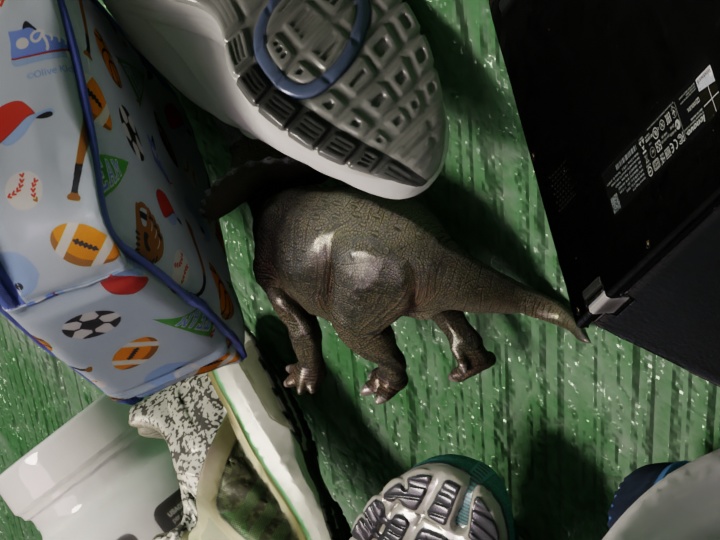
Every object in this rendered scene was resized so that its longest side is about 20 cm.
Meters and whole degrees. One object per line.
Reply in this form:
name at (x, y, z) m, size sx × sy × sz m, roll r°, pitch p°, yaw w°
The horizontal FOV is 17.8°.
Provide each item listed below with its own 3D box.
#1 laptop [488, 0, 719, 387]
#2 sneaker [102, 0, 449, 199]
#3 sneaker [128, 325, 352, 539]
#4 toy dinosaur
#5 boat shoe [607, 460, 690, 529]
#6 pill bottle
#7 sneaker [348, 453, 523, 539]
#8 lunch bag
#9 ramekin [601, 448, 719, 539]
laptop at (0.146, -0.047, 0.737) m, size 0.187 × 0.115 × 0.202 m, roll 130°, pitch 130°, yaw -60°
sneaker at (-0.034, -0.086, 0.912) m, size 0.200 × 0.074 × 0.087 m, roll 41°, pitch 162°, yaw 34°
sneaker at (-0.052, 0.129, 1.082) m, size 0.077 × 0.088 × 0.201 m, roll 55°, pitch -168°, yaw -66°
toy dinosaur at (0.000, 0.000, 0.936) m, size 0.199 × 0.077 × 0.103 m, roll 27°, pitch 149°, yaw 43°
boat shoe at (0.138, 0.166, 0.908) m, size 0.068 × 0.084 × 0.201 m, roll -7°, pitch 115°, yaw 45°
pill bottle at (-0.098, 0.163, 1.220) m, size 0.201 × 0.116 × 0.116 m, roll 53°, pitch 151°, yaw 0°
sneaker at (0.043, 0.138, 1.020) m, size 0.077 × 0.080 × 0.201 m, roll 27°, pitch 148°, yaw 21°
lunch bag at (-0.114, -0.040, 0.958) m, size 0.200 × 0.075 × 0.161 m, roll 56°, pitch -165°, yaw -66°
ramekin at (0.152, 0.164, 0.778) m, size 0.201 × 0.200 × 0.098 m, roll 46°, pitch 158°, yaw 12°
